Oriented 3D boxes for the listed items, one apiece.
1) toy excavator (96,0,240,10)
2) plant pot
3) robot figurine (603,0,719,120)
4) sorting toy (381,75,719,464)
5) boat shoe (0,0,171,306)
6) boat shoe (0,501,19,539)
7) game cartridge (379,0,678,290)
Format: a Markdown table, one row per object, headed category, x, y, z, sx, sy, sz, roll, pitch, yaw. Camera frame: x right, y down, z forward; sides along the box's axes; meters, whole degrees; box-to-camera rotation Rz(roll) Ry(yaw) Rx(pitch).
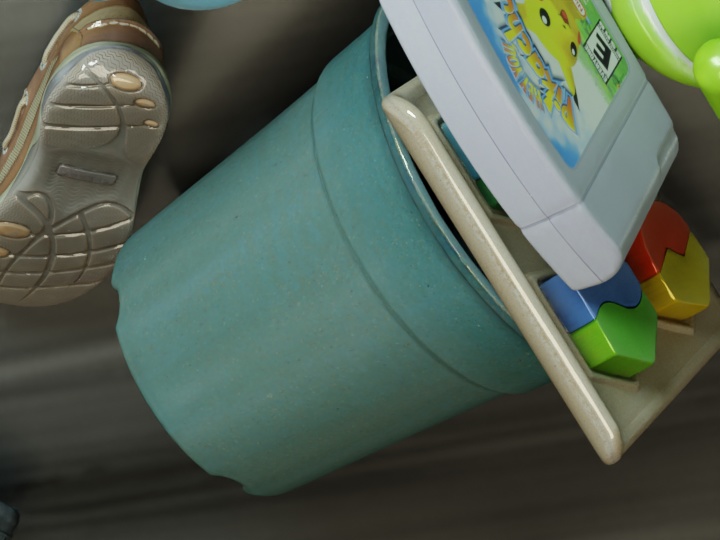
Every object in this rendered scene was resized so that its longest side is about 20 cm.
| category | x | y | z | sx | sy | sz | roll | pitch | yaw |
| --- | --- | --- | --- | --- | --- | --- | --- | --- | --- |
| toy excavator | -0.045 | -0.170 | 1.238 | 0.194 | 0.100 | 0.200 | -36 | 141 | 2 |
| plant pot | 0.000 | 0.000 | 1.318 | 0.196 | 0.201 | 0.200 | -32 | 111 | 28 |
| robot figurine | 0.187 | -0.146 | 1.229 | 0.115 | 0.177 | 0.199 | 18 | 161 | -34 |
| sorting toy | 0.100 | -0.025 | 1.256 | 0.036 | 0.200 | 0.186 | -31 | 93 | 28 |
| boat shoe | -0.140 | -0.056 | 1.359 | 0.075 | 0.072 | 0.200 | 15 | 137 | -21 |
| boat shoe | -0.273 | 0.101 | 1.458 | 0.199 | 0.076 | 0.061 | 33 | 78 | -2 |
| game cartridge | 0.067 | -0.098 | 1.192 | 0.040 | 0.133 | 0.201 | -22 | 109 | 34 |
